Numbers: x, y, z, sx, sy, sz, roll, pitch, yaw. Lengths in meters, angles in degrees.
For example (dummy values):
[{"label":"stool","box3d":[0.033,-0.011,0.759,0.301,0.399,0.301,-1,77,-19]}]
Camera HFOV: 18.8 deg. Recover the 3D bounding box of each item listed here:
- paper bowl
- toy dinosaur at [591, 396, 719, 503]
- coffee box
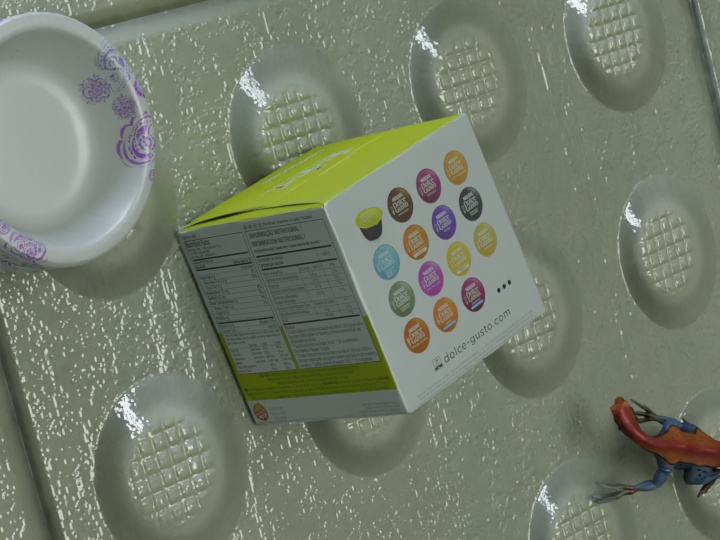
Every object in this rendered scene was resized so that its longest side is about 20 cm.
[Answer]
[{"label":"paper bowl","box3d":[-0.269,-0.099,1.728,0.200,0.104,0.202,6,81,-42]},{"label":"toy dinosaur","box3d":[0.328,0.169,2.233,0.181,0.199,0.106,43,35,-68]},{"label":"coffee box","box3d":[0.000,0.000,1.903,0.199,0.199,0.199,-34,107,-40]}]
